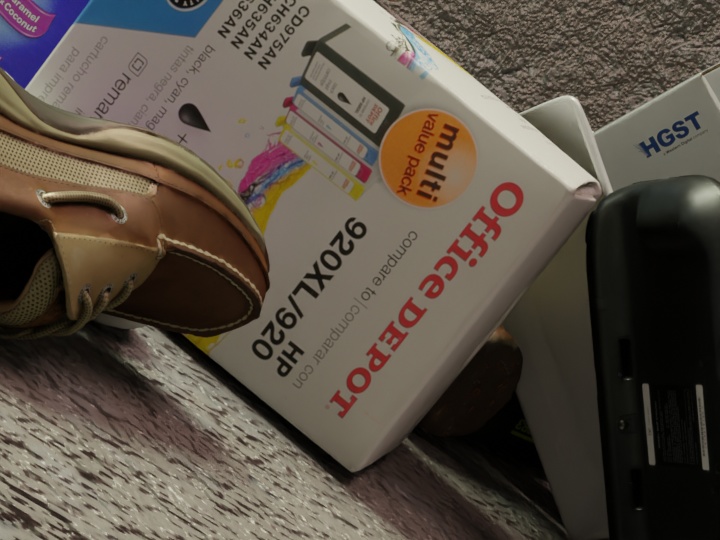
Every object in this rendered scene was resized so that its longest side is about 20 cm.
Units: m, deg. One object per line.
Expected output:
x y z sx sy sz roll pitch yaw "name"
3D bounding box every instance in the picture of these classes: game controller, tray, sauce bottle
0.131 0.062 0.924 0.042 0.200 0.104 -6 0 -30 "game controller"
0.103 0.023 1.031 0.107 0.022 0.200 -17 -87 54 "tray"
0.000 0.000 1.096 0.066 0.066 0.200 29 15 -49 "sauce bottle"

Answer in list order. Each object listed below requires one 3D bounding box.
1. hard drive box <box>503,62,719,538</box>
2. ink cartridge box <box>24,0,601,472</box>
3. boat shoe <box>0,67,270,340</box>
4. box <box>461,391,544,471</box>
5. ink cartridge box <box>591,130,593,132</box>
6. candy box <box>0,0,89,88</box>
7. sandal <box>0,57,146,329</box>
0.155 0.024 1.084 0.200 0.156 0.077 60 24 1 "hard drive box"
-0.022 -0.039 0.935 0.200 0.147 0.145 39 9 6 "ink cartridge box"
-0.110 -0.012 0.726 0.200 0.076 0.074 27 47 -42 "boat shoe"
0.054 0.035 1.213 0.200 0.048 0.193 45 9 35 "box"
0.161 0.021 1.387 0.200 0.146 0.084 39 7 0 "ink cartridge box"
-0.145 -0.182 0.984 0.169 0.200 0.077 39 9 -1 "candy box"
-0.144 -0.057 0.845 0.203 0.050 0.082 41 9 4 "sandal"
